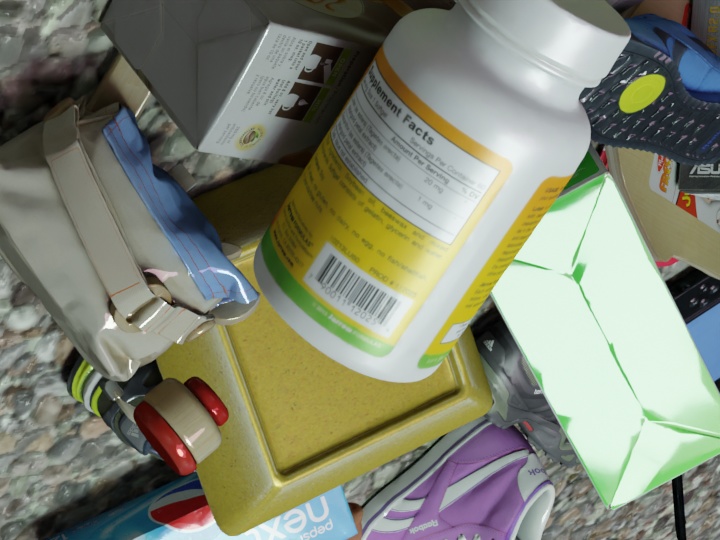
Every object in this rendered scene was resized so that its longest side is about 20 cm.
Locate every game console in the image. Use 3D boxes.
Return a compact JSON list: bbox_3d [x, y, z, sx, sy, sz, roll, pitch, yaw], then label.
[{"bbox_3d":[0.297,0.099,1.441,0.175,0.117,0.201,-31,145,-10],"label":"game console"}]

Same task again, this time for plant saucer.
[{"bbox_3d":[-0.021,0.035,1.046,0.199,0.048,0.202,-24,103,-20],"label":"plant saucer"}]

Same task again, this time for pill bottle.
[{"bbox_3d":[0.041,-0.055,0.849,0.111,0.111,0.201,9,123,-46],"label":"pill bottle"}]

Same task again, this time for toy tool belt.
[{"bbox_3d":[-0.106,-0.006,0.926,0.123,0.125,0.201,-39,102,-15],"label":"toy tool belt"}]

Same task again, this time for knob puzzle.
[{"bbox_3d":[0.201,-0.103,1.135,0.219,0.030,0.222,-6,98,-48],"label":"knob puzzle"}]

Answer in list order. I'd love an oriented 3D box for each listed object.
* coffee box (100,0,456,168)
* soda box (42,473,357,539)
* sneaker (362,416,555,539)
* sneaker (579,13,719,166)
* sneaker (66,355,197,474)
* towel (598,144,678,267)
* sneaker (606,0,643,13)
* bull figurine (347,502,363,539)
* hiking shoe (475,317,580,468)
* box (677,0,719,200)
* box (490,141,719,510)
[{"bbox_3d":[-0.019,-0.113,0.925,0.199,0.115,0.080,6,125,-45],"label":"coffee box"},{"bbox_3d":[-0.109,0.180,1.179,0.199,0.064,0.068,-23,109,-15],"label":"soda box"},{"bbox_3d":[0.065,0.212,1.361,0.201,0.115,0.072,-47,146,14],"label":"sneaker"},{"bbox_3d":[0.159,-0.117,1.018,0.066,0.079,0.199,-42,150,25],"label":"sneaker"},{"bbox_3d":[-0.094,0.095,1.116,0.199,0.081,0.074,10,123,-48],"label":"sneaker"},{"bbox_3d":[0.222,-0.077,1.261,0.144,0.023,0.201,-8,134,-37],"label":"towel"},{"bbox_3d":[0.107,-0.162,1.030,0.200,0.081,0.070,-38,173,34],"label":"sneaker"},{"bbox_3d":[-0.066,0.231,1.232,0.121,0.065,0.200,-22,-167,36],"label":"bull figurine"},{"bbox_3d":[0.154,0.084,1.330,0.101,0.076,0.200,-44,144,13],"label":"hiking shoe"},{"bbox_3d":[0.287,-0.119,1.172,0.199,0.048,0.160,6,87,-49],"label":"box"},{"bbox_3d":[0.129,0.009,1.067,0.096,0.177,0.201,-27,114,7],"label":"box"}]
